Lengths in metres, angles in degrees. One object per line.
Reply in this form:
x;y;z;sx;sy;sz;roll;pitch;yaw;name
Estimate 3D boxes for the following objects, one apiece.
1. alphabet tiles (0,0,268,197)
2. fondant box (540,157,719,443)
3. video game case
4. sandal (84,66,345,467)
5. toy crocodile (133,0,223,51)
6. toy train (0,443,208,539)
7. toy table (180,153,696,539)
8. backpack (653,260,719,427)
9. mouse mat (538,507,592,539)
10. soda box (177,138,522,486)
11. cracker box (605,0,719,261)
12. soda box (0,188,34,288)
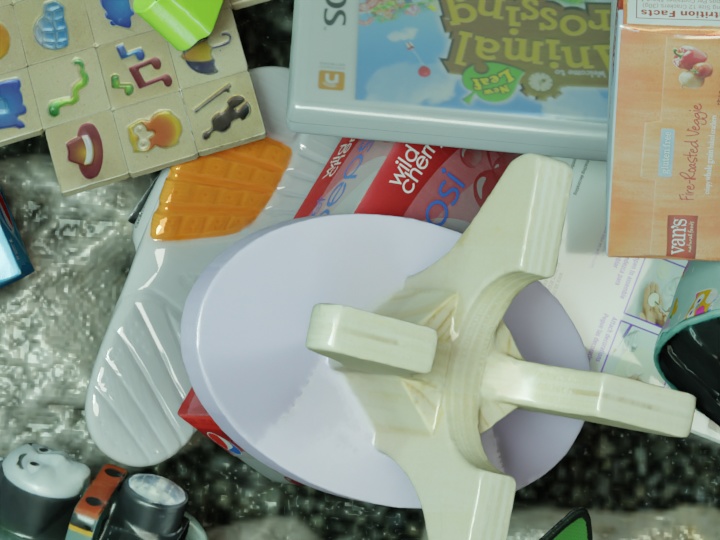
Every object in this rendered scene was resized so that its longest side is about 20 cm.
-0.116;-0.139;1.366;0.167;0.008;0.201;-16;71;0;alphabet tiles
0.172;0.005;1.375;0.199;0.058;0.145;21;91;1;fondant box
0.069;-0.130;1.335;0.199;0.022;0.183;5;53;-3;video game case
-0.081;-0.005;1.368;0.079;0.059;0.207;33;75;-20;sandal
-0.066;-0.197;1.343;0.062;0.067;0.201;1;68;36;toy crocodile
-0.144;0.175;1.347;0.114;0.085;0.201;19;113;3;toy train
0.036;0.043;1.249;0.199;0.117;0.185;1;90;-28;toy table
0.235;0.026;1.262;0.199;0.176;0.154;18;74;-2;backpack
0.055;0.214;1.279;0.008;0.200;0.161;30;53;33;mouse mat
0.000;0.000;1.335;0.063;0.070;0.200;36;73;-21;soda box
0.135;-0.121;1.226;0.057;0.134;0.200;3;48;4;cracker box
-0.260;0.010;1.372;0.199;0.064;0.068;-23;91;1;soda box
